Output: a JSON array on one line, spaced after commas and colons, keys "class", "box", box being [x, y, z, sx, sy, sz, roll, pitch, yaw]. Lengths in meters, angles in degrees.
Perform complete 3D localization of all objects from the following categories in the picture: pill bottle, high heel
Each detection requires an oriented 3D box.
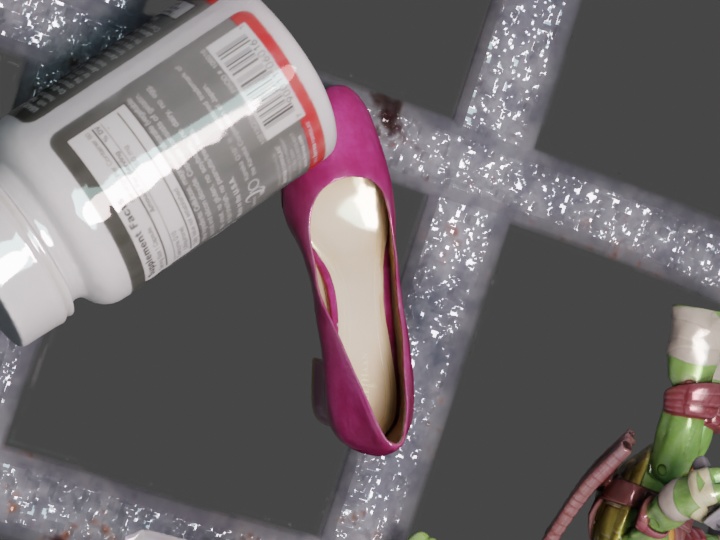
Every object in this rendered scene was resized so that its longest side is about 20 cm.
[{"class": "pill bottle", "box": [-0.122, -0.055, 1.254, 0.200, 0.114, 0.114, -35, 108, -15]}, {"class": "high heel", "box": [0.000, 0.000, 1.320, 0.067, 0.096, 0.200, 2, 96, -22]}]

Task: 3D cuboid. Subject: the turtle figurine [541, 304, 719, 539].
[{"class": "turtle figurine", "box": [0.216, 0.128, 1.391, 0.144, 0.200, 0.194, 19, 80, -38]}]

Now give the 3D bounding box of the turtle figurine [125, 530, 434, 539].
[{"class": "turtle figurine", "box": [-0.012, 0.216, 1.296, 0.194, 0.144, 0.200, -25, 135, -32]}]
